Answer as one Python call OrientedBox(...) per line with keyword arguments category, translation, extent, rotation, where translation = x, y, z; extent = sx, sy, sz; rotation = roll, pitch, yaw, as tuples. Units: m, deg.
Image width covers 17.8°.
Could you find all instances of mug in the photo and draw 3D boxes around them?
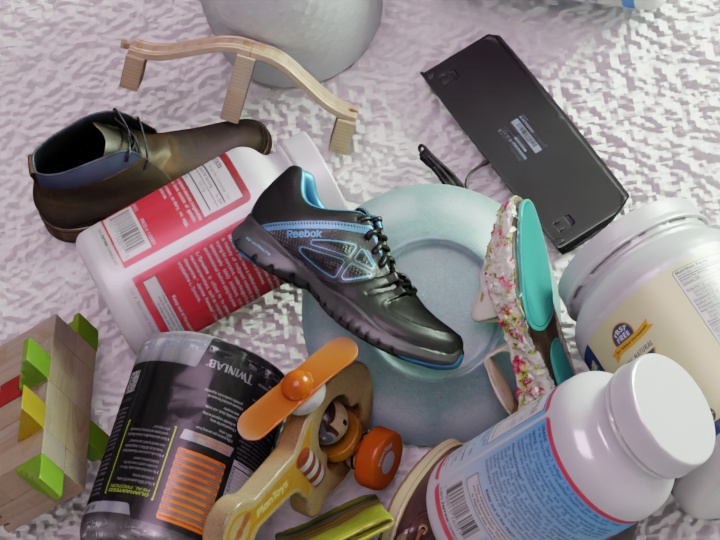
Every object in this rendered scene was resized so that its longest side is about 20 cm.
OrientedBox(category="mug", translation=(-0.044, -0.267, 1.847), extent=(0.199, 0.176, 0.148), rotation=(-32, 65, -6))

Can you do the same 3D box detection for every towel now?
OrientedBox(category="towel", translation=(-0.021, 0.186, 1.635), extent=(0.086, 0.200, 0.018), rotation=(-27, 90, -4))

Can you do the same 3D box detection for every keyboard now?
OrientedBox(category="keyboard", translation=(0.112, -0.091, 1.829), extent=(0.127, 0.021, 0.200), rotation=(-31, 64, -11))

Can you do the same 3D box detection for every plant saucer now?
OrientedBox(category="plant saucer", translation=(0.054, 0.032, 1.737), extent=(0.199, 0.039, 0.203), rotation=(0, 84, 0))

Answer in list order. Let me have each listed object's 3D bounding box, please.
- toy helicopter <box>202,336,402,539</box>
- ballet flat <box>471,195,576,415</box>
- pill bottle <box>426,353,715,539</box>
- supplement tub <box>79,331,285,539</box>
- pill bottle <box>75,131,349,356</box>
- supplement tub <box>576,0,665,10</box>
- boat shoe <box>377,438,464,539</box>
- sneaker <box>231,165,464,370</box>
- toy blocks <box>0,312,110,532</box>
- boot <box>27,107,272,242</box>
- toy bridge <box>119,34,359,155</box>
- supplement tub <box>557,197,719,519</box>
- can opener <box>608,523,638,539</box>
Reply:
OrientedBox(category="toy helicopter", translation=(-0.049, 0.132, 1.648), extent=(0.078, 0.133, 0.200), rotation=(19, 42, 27))
OrientedBox(category="ballet flat", translation=(0.116, 0.047, 1.686), extent=(0.064, 0.076, 0.201), rotation=(-11, 99, 24))
OrientedBox(category="pill bottle", translation=(0.147, 0.138, 1.594), extent=(0.200, 0.108, 0.109), rotation=(-35, 56, 38))
OrientedBox(category="supplement tub", translation=(-0.134, 0.157, 1.703), extent=(0.122, 0.123, 0.201), rotation=(12, 68, 15))
OrientedBox(category="pill bottle", translation=(-0.111, -0.025, 1.785), extent=(0.199, 0.112, 0.113), rotation=(-29, 64, -4))
OrientedBox(category="supplement tub", translation=(0.156, -0.285, 1.846), extent=(0.199, 0.132, 0.133), rotation=(9, 68, 15))
OrientedBox(category="boat shoe", translation=(0.047, 0.215, 1.661), extent=(0.072, 0.072, 0.201), rotation=(17, 57, 24))
OrientedBox(category="sneaker", translation=(0.000, 0.000, 1.683), extent=(0.199, 0.073, 0.082), rotation=(35, 92, 14))
OrientedBox(category="toy blocks", translation=(-0.273, 0.128, 1.748), extent=(0.136, 0.100, 0.201), rotation=(-29, 36, 21))
OrientedBox(category="boot", translation=(-0.170, -0.087, 1.832), extent=(0.199, 0.097, 0.075), rotation=(-22, 63, 0))
OrientedBox(category="toy bridge", translation=(-0.096, -0.152, 1.834), extent=(0.199, 0.068, 0.027), rotation=(17, 34, -2))
OrientedBox(category="supplement tub", translation=(0.246, 0.062, 1.667), extent=(0.144, 0.145, 0.201), rotation=(-30, 64, -4))
OrientedBox(category="can opener", translation=(0.160, 0.215, 1.675), extent=(0.067, 0.053, 0.201), rotation=(3, 63, 47))
